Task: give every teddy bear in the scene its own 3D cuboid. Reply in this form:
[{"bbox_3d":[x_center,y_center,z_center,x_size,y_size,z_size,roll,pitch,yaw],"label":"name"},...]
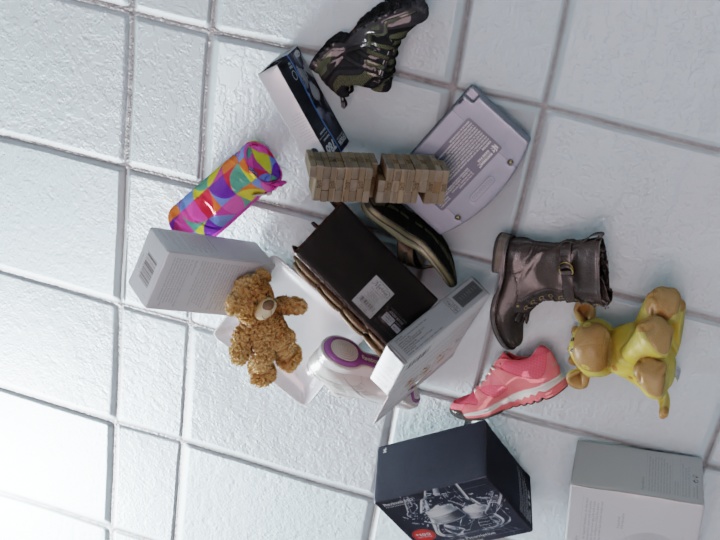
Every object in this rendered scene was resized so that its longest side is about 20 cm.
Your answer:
[{"bbox_3d":[-0.143,0.097,1.703,0.143,0.067,0.203,-11,123,-24],"label":"teddy bear"}]

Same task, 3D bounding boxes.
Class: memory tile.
[{"bbox_3d":[-0.029,0.045,1.669,0.017,0.153,0.200,-43,99,7],"label":"memory tile"}]

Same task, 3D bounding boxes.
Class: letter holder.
[{"bbox_3d":[0.000,0.000,1.623,0.101,0.142,0.200,-45,101,0],"label":"letter holder"}]

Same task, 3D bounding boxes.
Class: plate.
[{"bbox_3d":[-0.111,0.095,1.783,0.199,0.032,0.200,38,120,-4],"label":"plate"}]

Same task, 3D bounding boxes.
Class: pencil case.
[{"bbox_3d":[-0.206,-0.112,1.677,0.199,0.089,0.089,-34,103,31],"label":"pencil case"}]

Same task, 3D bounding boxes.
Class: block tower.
[{"bbox_3d":[0.020,-0.129,1.536,0.196,0.054,0.059,2,119,-13],"label":"block tower"}]

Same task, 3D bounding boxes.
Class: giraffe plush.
[{"bbox_3d":[0.375,0.110,1.593,0.160,0.175,0.201,9,154,23],"label":"giraffe plush"}]

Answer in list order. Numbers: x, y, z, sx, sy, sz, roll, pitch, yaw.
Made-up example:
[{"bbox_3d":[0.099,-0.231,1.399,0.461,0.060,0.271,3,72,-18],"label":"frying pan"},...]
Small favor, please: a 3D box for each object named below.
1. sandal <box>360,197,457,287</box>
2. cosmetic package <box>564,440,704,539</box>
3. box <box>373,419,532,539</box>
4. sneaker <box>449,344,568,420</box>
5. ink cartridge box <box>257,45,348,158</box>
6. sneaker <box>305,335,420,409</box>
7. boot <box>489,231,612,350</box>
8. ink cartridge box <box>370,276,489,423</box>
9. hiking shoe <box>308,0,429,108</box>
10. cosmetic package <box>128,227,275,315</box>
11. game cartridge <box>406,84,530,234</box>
[{"bbox_3d":[0.069,-0.045,1.616,0.200,0.080,0.057,39,119,-20],"label":"sandal"},{"bbox_3d":[0.422,0.392,1.719,0.197,0.123,0.202,6,118,12],"label":"cosmetic package"},{"bbox_3d":[0.149,0.349,1.756,0.198,0.105,0.183,-19,132,24],"label":"box"},{"bbox_3d":[0.223,0.171,1.711,0.198,0.074,0.088,-21,89,26],"label":"sneaker"},{"bbox_3d":[-0.070,-0.213,1.575,0.039,0.100,0.202,-21,109,24],"label":"ink cartridge box"},{"bbox_3d":[0.004,0.171,1.755,0.198,0.076,0.100,28,133,-19],"label":"sneaker"},{"bbox_3d":[0.278,0.035,1.594,0.172,0.069,0.203,8,117,27],"label":"boot"},{"bbox_3d":[0.092,0.118,1.627,0.044,0.199,0.174,43,143,15],"label":"ink cartridge box"},{"bbox_3d":[0.027,-0.304,1.524,0.198,0.076,0.101,-24,116,35],"label":"hiking shoe"},{"bbox_3d":[-0.240,0.005,1.673,0.071,0.198,0.102,46,116,41],"label":"cosmetic package"},{"bbox_3d":[0.144,-0.151,1.579,0.133,0.042,0.200,38,120,-9],"label":"game cartridge"}]
